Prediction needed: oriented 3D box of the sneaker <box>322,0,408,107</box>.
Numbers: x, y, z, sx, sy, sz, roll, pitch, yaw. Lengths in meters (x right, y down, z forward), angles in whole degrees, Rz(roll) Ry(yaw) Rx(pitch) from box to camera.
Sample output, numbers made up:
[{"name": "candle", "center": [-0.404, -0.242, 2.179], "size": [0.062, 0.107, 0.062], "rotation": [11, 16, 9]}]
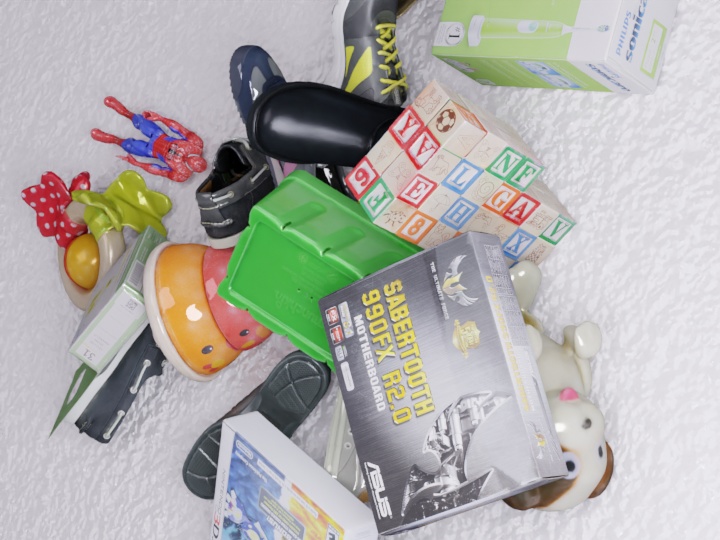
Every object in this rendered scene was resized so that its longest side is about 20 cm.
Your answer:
[{"name": "sneaker", "center": [0.017, -0.201, 1.583], "size": [0.084, 0.074, 0.201], "rotation": [32, 124, 32]}]

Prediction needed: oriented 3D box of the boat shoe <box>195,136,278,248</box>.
[{"name": "boat shoe", "center": [-0.111, -0.106, 1.633], "size": [0.072, 0.068, 0.200], "rotation": [-13, 31, 30]}]

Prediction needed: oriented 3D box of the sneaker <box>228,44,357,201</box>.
[{"name": "sneaker", "center": [-0.057, -0.133, 1.585], "size": [0.082, 0.201, 0.070], "rotation": [-10, 23, 40]}]

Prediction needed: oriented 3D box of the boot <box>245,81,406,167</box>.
[{"name": "boot", "center": [0.019, -0.118, 1.464], "size": [0.168, 0.199, 0.077], "rotation": [22, 105, 57]}]

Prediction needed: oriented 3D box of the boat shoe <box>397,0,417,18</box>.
[{"name": "boat shoe", "center": [0.081, -0.316, 1.589], "size": [0.200, 0.073, 0.063], "rotation": [-36, 59, 41]}]

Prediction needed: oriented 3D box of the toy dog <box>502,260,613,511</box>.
[{"name": "toy dog", "center": [0.122, 0.111, 1.339], "size": [0.200, 0.139, 0.195], "rotation": [49, 121, 42]}]

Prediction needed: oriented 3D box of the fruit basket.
[{"name": "fruit basket", "center": [0.000, 0.000, 1.467], "size": [0.216, 0.215, 0.156], "rotation": [43, 116, 43]}]

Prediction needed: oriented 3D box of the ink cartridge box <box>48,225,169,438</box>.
[{"name": "ink cartridge box", "center": [-0.274, 0.062, 1.704], "size": [0.200, 0.048, 0.146], "rotation": [-47, 15, 22]}]

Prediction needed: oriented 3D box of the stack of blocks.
[{"name": "stack of blocks", "center": [0.097, -0.068, 1.381], "size": [0.115, 0.200, 0.059], "rotation": [-47, 48, 16]}]

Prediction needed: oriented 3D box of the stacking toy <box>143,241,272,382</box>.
[{"name": "stacking toy", "center": [-0.101, 0.017, 1.602], "size": [0.199, 0.146, 0.147], "rotation": [-19, 61, 20]}]

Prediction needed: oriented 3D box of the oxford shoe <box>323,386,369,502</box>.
[{"name": "oxford shoe", "center": [0.004, 0.126, 1.500], "size": [0.057, 0.075, 0.201], "rotation": [8, 66, 2]}]

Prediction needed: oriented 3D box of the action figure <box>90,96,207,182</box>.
[{"name": "action figure", "center": [-0.234, -0.143, 1.825], "size": [0.200, 0.052, 0.066], "rotation": [25, 88, 42]}]

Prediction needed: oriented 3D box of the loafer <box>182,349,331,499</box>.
[{"name": "loafer", "center": [-0.093, 0.147, 1.585], "size": [0.072, 0.063, 0.200], "rotation": [44, 112, -1]}]

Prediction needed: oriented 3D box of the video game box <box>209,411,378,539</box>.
[{"name": "video game box", "center": [-0.066, 0.254, 1.469], "size": [0.200, 0.047, 0.183], "rotation": [35, 128, 45]}]

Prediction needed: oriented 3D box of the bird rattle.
[{"name": "bird rattle", "center": [-0.310, -0.035, 1.821], "size": [0.199, 0.112, 0.164], "rotation": [-3, 89, 45]}]

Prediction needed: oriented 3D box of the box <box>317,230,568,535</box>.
[{"name": "box", "center": [0.062, 0.090, 1.279], "size": [0.158, 0.048, 0.201], "rotation": [-24, 73, 33]}]

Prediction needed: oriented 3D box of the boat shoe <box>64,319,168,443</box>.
[{"name": "boat shoe", "center": [-0.236, 0.094, 1.728], "size": [0.200, 0.060, 0.076], "rotation": [-52, 13, 11]}]

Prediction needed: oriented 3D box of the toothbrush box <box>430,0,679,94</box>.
[{"name": "toothbrush box", "center": [0.178, -0.243, 1.454], "size": [0.199, 0.086, 0.146], "rotation": [8, 80, 45]}]
